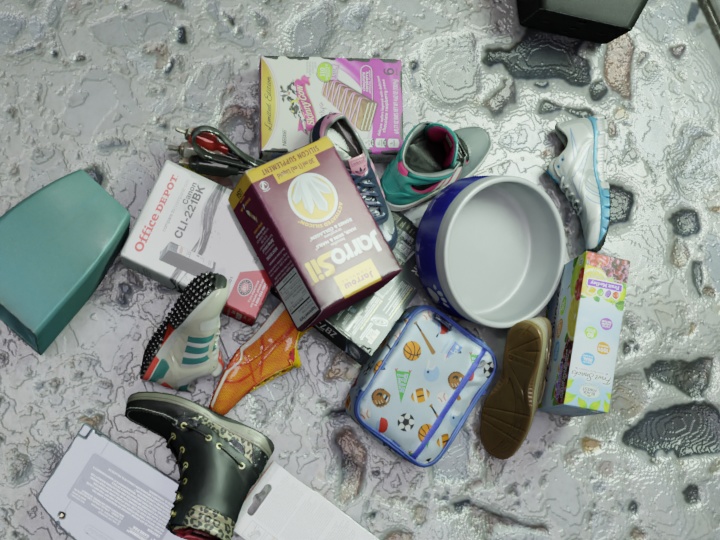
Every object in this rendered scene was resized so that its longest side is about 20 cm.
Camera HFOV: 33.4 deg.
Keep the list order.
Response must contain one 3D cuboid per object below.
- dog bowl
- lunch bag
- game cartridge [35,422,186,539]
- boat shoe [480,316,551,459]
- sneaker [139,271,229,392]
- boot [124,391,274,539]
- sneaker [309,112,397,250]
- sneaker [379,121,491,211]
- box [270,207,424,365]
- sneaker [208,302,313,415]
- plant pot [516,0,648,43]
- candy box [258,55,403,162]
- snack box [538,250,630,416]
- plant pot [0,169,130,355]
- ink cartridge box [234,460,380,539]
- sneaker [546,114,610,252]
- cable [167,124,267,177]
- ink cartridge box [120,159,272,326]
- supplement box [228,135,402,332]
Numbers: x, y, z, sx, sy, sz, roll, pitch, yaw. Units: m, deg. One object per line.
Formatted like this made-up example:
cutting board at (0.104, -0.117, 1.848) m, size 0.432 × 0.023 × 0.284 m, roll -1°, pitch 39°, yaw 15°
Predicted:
dog bowl at (0.175, -0.027, 1.610) m, size 0.198 × 0.079 × 0.202 m, roll -3°, pitch 97°, yaw -29°
lunch bag at (0.087, 0.152, 1.606) m, size 0.160 × 0.076 × 0.201 m, roll 38°, pitch 80°, yaw -10°
game cartridge at (-0.310, 0.306, 1.553) m, size 0.199 × 0.040 × 0.134 m, roll 33°, pitch 75°, yaw -1°
boat shoe at (0.217, 0.159, 1.612) m, size 0.071 × 0.064 × 0.202 m, roll 25°, pitch 111°, yaw 27°
sneaker at (-0.204, 0.084, 1.546) m, size 0.093 × 0.071 × 0.200 m, roll 27°, pitch 123°, yaw -21°
boot at (-0.226, 0.251, 1.527) m, size 0.202 × 0.074 × 0.155 m, roll 21°, pitch 59°, yaw 0°
sneaker at (-0.006, -0.114, 1.576) m, size 0.070 × 0.082 × 0.201 m, roll -28°, pitch 88°, yaw -17°
sneaker at (0.115, -0.163, 1.624) m, size 0.199 × 0.121 × 0.084 m, roll -33°, pitch 80°, yaw -26°
box at (0.000, 0.000, 1.612) m, size 0.160 × 0.044 × 0.201 m, roll 37°, pitch 63°, yaw -1°
sneaker at (-0.124, 0.120, 1.587) m, size 0.077 × 0.073 × 0.200 m, roll 40°, pitch 78°, yaw 4°
plant pot at (0.315, -0.426, 1.680) m, size 0.198 × 0.200 × 0.179 m, roll 12°, pitch 90°, yaw -6°
candy box at (-0.042, -0.222, 1.659) m, size 0.198 × 0.061 × 0.138 m, roll -1°, pitch 82°, yaw -7°
snack box at (0.292, 0.090, 1.598) m, size 0.067 × 0.169 × 0.202 m, roll 12°, pitch 81°, yaw -4°
plant pot at (-0.397, -0.022, 1.546) m, size 0.141 × 0.141 × 0.200 m, roll 41°, pitch 71°, yaw 0°
ink cartridge box at (-0.067, 0.351, 1.571) m, size 0.199 × 0.050 × 0.109 m, roll 37°, pitch 79°, yaw 1°
sneaker at (0.306, -0.121, 1.691) m, size 0.086 × 0.075 × 0.202 m, roll -1°, pitch 73°, yaw 0°
cable at (-0.161, -0.153, 1.624) m, size 0.198 × 0.098 × 0.051 m, roll 9°, pitch 43°, yaw -12°
ink cartridge box at (-0.201, -0.036, 1.596) m, size 0.199 × 0.084 × 0.145 m, roll 25°, pitch 78°, yaw -3°
supplement box at (-0.060, -0.046, 1.522) m, size 0.130 × 0.103 × 0.201 m, roll -27°, pitch 83°, yaw -26°
